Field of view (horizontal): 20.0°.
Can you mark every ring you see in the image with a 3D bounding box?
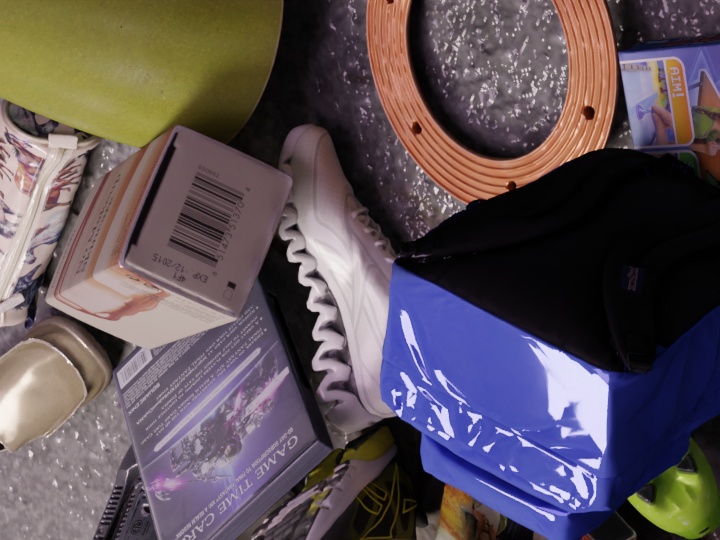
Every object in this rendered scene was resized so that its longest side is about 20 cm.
[{"bbox_3d":[0.079,-0.131,1.213,0.200,0.019,0.201,21,121,40],"label":"ring"}]

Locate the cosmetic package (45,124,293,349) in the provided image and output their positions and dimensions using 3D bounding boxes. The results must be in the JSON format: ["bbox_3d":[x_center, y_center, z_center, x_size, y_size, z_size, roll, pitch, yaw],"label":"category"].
[{"bbox_3d":[-0.129,-0.017,1.324,0.087,0.104,0.200,25,163,-16],"label":"cosmetic package"}]

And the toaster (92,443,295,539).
[{"bbox_3d":[-0.113,0.212,1.400,0.113,0.201,0.129,-3,148,42],"label":"toaster"}]

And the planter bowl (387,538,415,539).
[{"bbox_3d":[0.046,0.211,1.211,0.200,0.200,0.084,-2,66,41],"label":"planter bowl"}]

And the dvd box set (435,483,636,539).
[{"bbox_3d":[0.100,0.193,1.271,0.146,0.029,0.201,47,142,38],"label":"dvd box set"}]

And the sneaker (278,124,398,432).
[{"bbox_3d":[0.000,0.000,1.315,0.081,0.075,0.201,-14,93,21],"label":"sneaker"}]

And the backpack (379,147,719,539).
[{"bbox_3d":[0.122,0.032,1.078,0.162,0.200,0.168,31,135,27],"label":"backpack"}]

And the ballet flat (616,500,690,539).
[{"bbox_3d":[0.169,0.174,1.234,0.201,0.067,0.046,63,160,5],"label":"ballet flat"}]

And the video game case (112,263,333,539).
[{"bbox_3d":[-0.096,0.091,1.353,0.143,0.019,0.200,-43,41,18],"label":"video game case"}]

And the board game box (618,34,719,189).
[{"bbox_3d":[0.222,-0.031,1.124,0.135,0.034,0.201,0,106,41],"label":"board game box"}]

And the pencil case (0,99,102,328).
[{"bbox_3d":[-0.249,-0.045,1.496,0.200,0.078,0.090,-63,38,35],"label":"pencil case"}]

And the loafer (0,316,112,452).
[{"bbox_3d":[-0.258,0.100,1.555,0.076,0.068,0.200,45,138,-8],"label":"loafer"}]

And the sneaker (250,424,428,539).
[{"bbox_3d":[-0.003,0.166,1.295,0.074,0.200,0.085,-34,94,27],"label":"sneaker"}]

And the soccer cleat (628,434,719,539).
[{"bbox_3d":[0.150,0.073,1.199,0.067,0.081,0.200,-30,59,6],"label":"soccer cleat"}]

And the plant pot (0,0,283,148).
[{"bbox_3d":[-0.183,-0.171,1.277,0.187,0.199,0.188,-6,83,51],"label":"plant pot"}]
